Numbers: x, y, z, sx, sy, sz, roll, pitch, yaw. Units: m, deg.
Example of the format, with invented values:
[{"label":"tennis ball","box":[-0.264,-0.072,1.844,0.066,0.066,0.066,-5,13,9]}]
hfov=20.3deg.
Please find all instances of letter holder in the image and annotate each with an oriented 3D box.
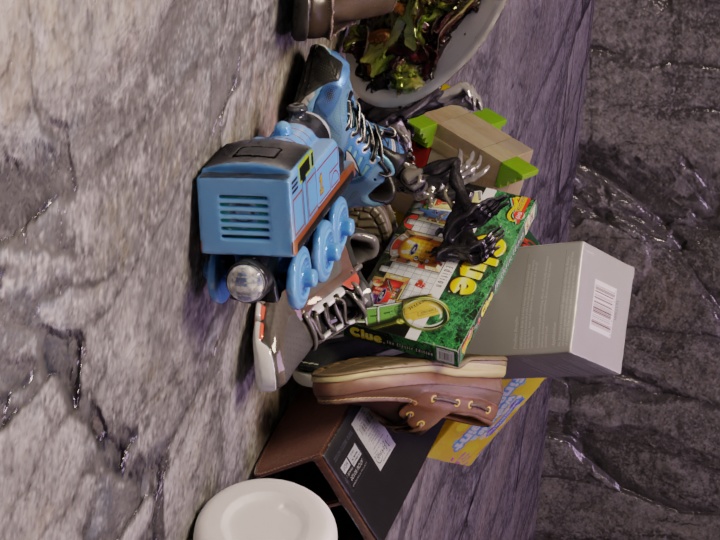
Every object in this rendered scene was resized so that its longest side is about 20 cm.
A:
[{"label":"letter holder","box":[-0.029,0.155,1.755,0.101,0.142,0.200,58,35,-19]}]

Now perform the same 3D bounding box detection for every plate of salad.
[{"label":"plate of salad","box":[0.051,-0.229,1.667,0.048,0.200,0.201,29,65,-36]}]

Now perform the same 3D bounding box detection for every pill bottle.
[{"label":"pill bottle","box":[-0.073,0.268,1.568,0.111,0.110,0.201,-67,163,-50]}]

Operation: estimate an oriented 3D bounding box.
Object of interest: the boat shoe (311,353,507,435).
[{"label":"boat shoe","box":[0.045,0.105,1.683,0.199,0.072,0.068,1,90,-40]}]

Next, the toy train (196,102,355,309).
[{"label":"toy train","box":[-0.057,-0.048,1.446,0.200,0.086,0.115,-56,148,-64]}]

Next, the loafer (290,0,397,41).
[{"label":"loafer","box":[-0.004,-0.229,1.571,0.200,0.071,0.073,-60,157,-61]}]

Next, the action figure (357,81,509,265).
[{"label":"action figure","box":[0.063,-0.100,1.722,0.200,0.102,0.119,58,-9,33]}]

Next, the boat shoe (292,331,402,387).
[{"label":"boat shoe","box":[0.026,0.034,1.734,0.199,0.076,0.061,-28,126,-24]}]

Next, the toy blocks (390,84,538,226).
[{"label":"toy blocks","box":[0.069,-0.081,1.855,0.100,0.200,0.137,-22,136,-47]}]

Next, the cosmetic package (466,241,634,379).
[{"label":"cosmetic package","box":[0.136,0.039,1.807,0.090,0.199,0.107,22,71,-43]}]

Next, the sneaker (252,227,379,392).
[{"label":"sneaker","box":[-0.033,0.022,1.625,0.200,0.082,0.077,-69,165,-45]}]

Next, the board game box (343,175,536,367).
[{"label":"board game box","box":[0.070,-0.004,1.713,0.024,0.104,0.200,90,22,-44]}]

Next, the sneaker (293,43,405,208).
[{"label":"sneaker","box":[-0.005,-0.114,1.621,0.200,0.090,0.079,78,25,-64]}]

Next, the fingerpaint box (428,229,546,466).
[{"label":"fingerpaint box","box":[0.105,0.058,1.939,0.073,0.167,0.200,17,121,-45]}]

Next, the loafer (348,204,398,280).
[{"label":"loafer","box":[0.000,0.000,1.809,0.068,0.076,0.201,-81,173,-48]}]
